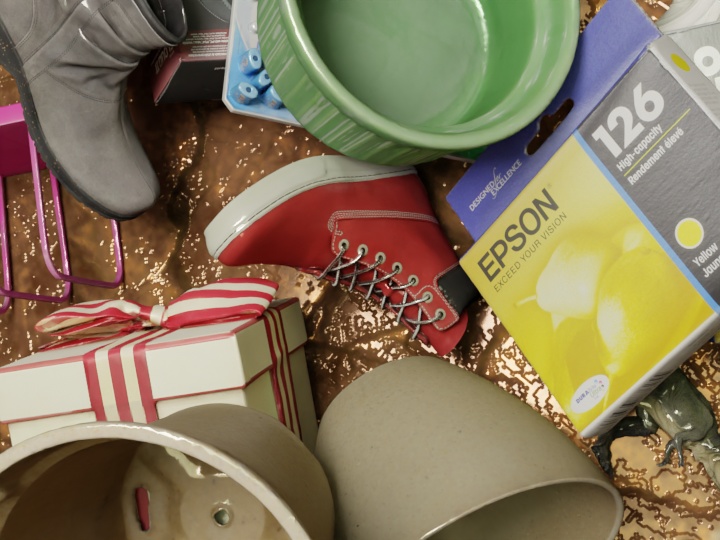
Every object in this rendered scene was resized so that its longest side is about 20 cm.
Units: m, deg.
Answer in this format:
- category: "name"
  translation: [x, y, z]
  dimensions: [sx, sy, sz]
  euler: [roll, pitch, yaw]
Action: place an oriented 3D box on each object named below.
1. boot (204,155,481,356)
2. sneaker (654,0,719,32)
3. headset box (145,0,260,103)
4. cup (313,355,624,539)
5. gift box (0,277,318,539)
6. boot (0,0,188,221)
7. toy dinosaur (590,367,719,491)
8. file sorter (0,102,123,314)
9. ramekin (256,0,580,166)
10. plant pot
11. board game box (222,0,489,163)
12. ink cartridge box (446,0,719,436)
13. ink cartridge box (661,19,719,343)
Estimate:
- category: "boot"
  translation: [0.000, 0.000, 0.798]
  dimensions: [0.072, 0.199, 0.145]
  euler: [-40, 74, 39]
- category: "sneaker"
  translation: [0.223, -0.128, 0.821]
  dimensions: [0.099, 0.078, 0.200]
  euler: [43, 93, 11]
- category: "headset box"
  translation: [-0.084, -0.210, 0.866]
  dimensions: [0.148, 0.077, 0.201]
  euler: [-6, 76, -26]
- category: "cup"
  translation: [0.047, 0.141, 0.778]
  dimensions: [0.200, 0.200, 0.144]
  euler: [-34, 53, 6]
- category: "gift box"
  translation: [-0.127, 0.106, 0.815]
  dimensions: [0.183, 0.200, 0.188]
  euler: [-9, 95, 7]
- category: "boot"
  translation: [-0.161, -0.130, 0.785]
  dimensions: [0.131, 0.070, 0.201]
  euler: [-17, 117, 31]
- category: "toy dinosaur"
  translation: [0.185, 0.083, 0.817]
  dimensions: [0.088, 0.047, 0.201]
  euler: [-30, 72, 4]
- category: "file sorter"
  translation: [-0.291, -0.032, 0.892]
  dimensions: [0.199, 0.139, 0.126]
  euler: [-10, 83, 11]
- category: "ramekin"
  translation: [0.030, -0.163, 0.770]
  dimensions: [0.199, 0.098, 0.202]
  euler: [4, 79, -20]
- category: "plant pot"
  translation: [-0.091, 0.153, 0.624]
  dimensions: [0.199, 0.183, 0.202]
  euler: [1, 98, 9]
- category: "board game box"
  translation: [0.012, -0.190, 0.839]
  dimensions: [0.199, 0.026, 0.201]
  euler: [9, 78, -22]
- category: "ink cartridge box"
  translation: [0.151, -0.036, 0.754]
  dimensions: [0.200, 0.047, 0.198]
  euler: [54, 126, 21]
- category: "ink cartridge box"
  translation: [0.248, -0.060, 0.754]
  dimensions: [0.199, 0.047, 0.199]
  euler: [-11, 90, 13]
